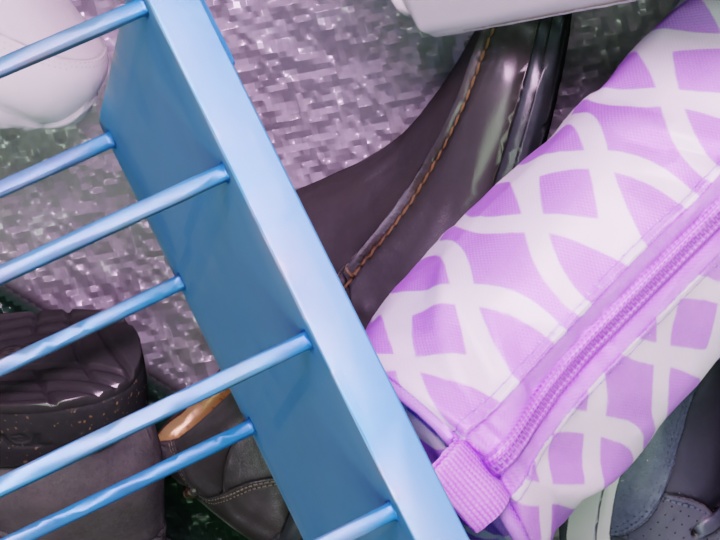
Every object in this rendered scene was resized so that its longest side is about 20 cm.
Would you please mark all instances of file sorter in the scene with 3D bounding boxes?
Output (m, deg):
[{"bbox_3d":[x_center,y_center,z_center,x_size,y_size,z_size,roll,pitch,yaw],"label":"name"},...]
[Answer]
[{"bbox_3d":[-0.062,0.050,0.760,0.122,0.139,0.201,-25,82,-13],"label":"file sorter"}]

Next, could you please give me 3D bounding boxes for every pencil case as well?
[{"bbox_3d":[0.083,-0.011,0.784,0.200,0.085,0.084,-46,111,-9],"label":"pencil case"}]

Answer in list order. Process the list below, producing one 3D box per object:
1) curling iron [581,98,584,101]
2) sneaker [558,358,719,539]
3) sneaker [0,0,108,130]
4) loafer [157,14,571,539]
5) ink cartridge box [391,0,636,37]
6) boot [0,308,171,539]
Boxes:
[{"bbox_3d":[0.153,-0.021,0.854,0.199,0.026,0.050,10,117,2],"label":"curling iron"},{"bbox_3d":[0.132,0.106,0.863,0.146,0.077,0.203,16,125,24],"label":"sneaker"},{"bbox_3d":[-0.134,-0.126,0.819,0.099,0.078,0.200,-41,104,17],"label":"sneaker"},{"bbox_3d":[0.000,0.000,0.859,0.072,0.073,0.201,26,112,0],"label":"loafer"},{"bbox_3d":[0.075,-0.151,0.729,0.200,0.083,0.147,-6,117,47],"label":"ink cartridge box"},{"bbox_3d":[-0.144,0.081,0.903,0.199,0.070,0.132,4,125,23],"label":"boot"}]
